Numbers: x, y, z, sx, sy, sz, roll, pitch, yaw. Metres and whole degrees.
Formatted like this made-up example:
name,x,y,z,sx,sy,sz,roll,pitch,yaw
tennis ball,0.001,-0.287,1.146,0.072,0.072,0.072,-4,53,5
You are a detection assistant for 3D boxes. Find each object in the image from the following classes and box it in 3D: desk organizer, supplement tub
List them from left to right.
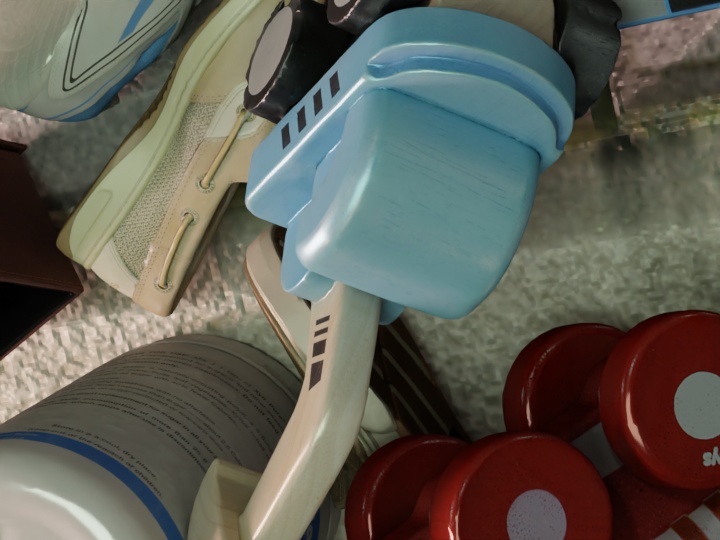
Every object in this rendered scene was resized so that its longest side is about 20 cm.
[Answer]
name,x,y,z,sx,sy,sz,roll,pitch,yaw
desk organizer,-0.207,-0.015,1.070,0.072,0.200,0.077,-38,65,23
supplement tub,-0.098,0.109,1.066,0.131,0.200,0.133,5,104,19

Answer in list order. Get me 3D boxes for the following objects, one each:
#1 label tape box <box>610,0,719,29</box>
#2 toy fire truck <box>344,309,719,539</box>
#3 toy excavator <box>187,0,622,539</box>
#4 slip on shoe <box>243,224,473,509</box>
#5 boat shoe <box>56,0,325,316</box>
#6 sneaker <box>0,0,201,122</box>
name,x,y,z,sx,sy,sz,roll,pitch,yaw
label tape box,0.090,-0.190,0.980,0.143,0.066,0.201,-8,102,42
toy fire truck,0.097,0.117,1.012,0.200,0.112,0.168,-34,98,-21
toy excavator,0.000,0.000,0.952,0.100,0.201,0.194,22,143,-20
slip on shoe,0.008,0.074,1.091,0.061,0.076,0.200,-36,96,23
boat shoe,-0.047,-0.065,1.081,0.065,0.072,0.200,38,114,-1
sneaker,-0.083,-0.133,1.059,0.200,0.072,0.072,-45,60,39
